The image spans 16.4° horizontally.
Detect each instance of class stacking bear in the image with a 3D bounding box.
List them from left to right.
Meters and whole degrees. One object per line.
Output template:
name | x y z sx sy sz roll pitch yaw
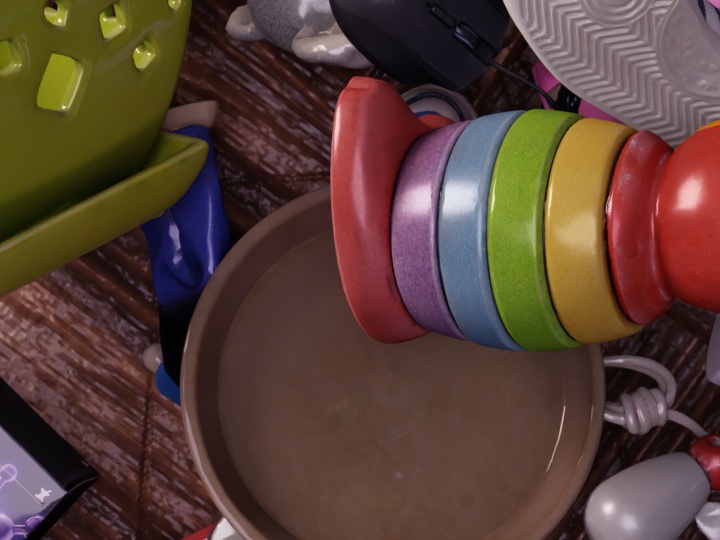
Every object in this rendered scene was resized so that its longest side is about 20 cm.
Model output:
stacking bear | 0.100 -0.021 1.076 0.199 0.121 0.114 1 80 26

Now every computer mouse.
computer mouse | 0.067 -0.092 1.147 0.200 0.034 0.059 31 87 -22

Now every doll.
doll | -0.073 0.019 1.253 0.048 0.136 0.201 -13 85 -35

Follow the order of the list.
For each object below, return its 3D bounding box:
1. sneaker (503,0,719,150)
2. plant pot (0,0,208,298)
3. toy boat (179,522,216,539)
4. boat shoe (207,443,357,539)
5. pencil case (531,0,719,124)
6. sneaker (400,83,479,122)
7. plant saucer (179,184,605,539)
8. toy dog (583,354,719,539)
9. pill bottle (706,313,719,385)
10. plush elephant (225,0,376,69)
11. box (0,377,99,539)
sneaker | 0.128 -0.107 1.130 0.075 0.085 0.200 -40 116 14
plant pot | -0.198 -0.096 1.181 0.199 0.200 0.182 12 121 41
toy boat | -0.076 0.202 1.245 0.200 0.131 0.131 -27 90 7
boat shoe | 0.006 0.095 1.228 0.200 0.063 0.071 -32 113 -18
pencil case | 0.171 -0.129 1.224 0.200 0.094 0.091 -41 132 7
sneaker | 0.000 0.000 1.249 0.075 0.088 0.201 19 96 4
plant saucer | 0.015 0.055 1.172 0.199 0.029 0.201 1 79 -4
toy dog | 0.199 0.102 1.213 0.199 0.132 0.097 -9 128 -5
pill bottle | 0.262 0.045 1.119 0.199 0.112 0.113 20 95 0
plush elephant | -0.012 -0.174 1.204 0.155 0.165 0.200 -45 112 -18
box | -0.258 0.090 1.290 0.200 0.079 0.141 44 94 3
